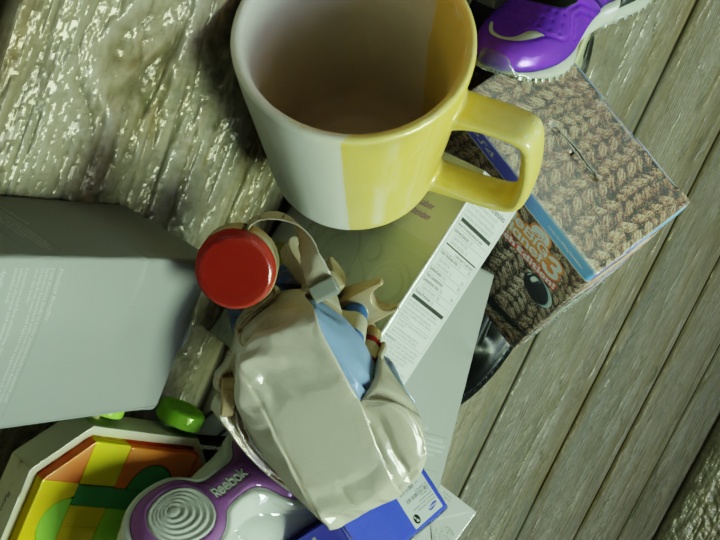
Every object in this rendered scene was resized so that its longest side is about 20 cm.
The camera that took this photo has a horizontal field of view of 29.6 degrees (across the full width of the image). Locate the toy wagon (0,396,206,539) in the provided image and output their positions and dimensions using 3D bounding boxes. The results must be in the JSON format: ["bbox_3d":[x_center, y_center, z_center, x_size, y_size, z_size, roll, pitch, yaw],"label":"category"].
[{"bbox_3d":[-0.150,0.157,0.881,0.199,0.039,0.156,17,100,-49],"label":"toy wagon"}]

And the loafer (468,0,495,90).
[{"bbox_3d":[0.075,-0.159,1.047,0.199,0.073,0.071,-22,148,-45],"label":"loafer"}]

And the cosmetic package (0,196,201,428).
[{"bbox_3d":[-0.181,0.021,0.750,0.200,0.090,0.108,1,115,-64],"label":"cosmetic package"}]

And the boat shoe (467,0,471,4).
[{"bbox_3d":[0.067,-0.248,0.912,0.201,0.074,0.062,-65,178,32],"label":"boat shoe"}]

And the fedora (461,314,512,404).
[{"bbox_3d":[0.091,0.022,1.236,0.200,0.091,0.202,-42,150,-31],"label":"fedora"}]

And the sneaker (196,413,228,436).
[{"bbox_3d":[-0.076,0.145,1.093,0.199,0.071,0.074,-27,141,-45],"label":"sneaker"}]

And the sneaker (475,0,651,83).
[{"bbox_3d":[0.143,-0.209,0.955,0.200,0.069,0.100,-40,142,-38],"label":"sneaker"}]

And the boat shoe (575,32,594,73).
[{"bbox_3d":[0.157,-0.146,1.192,0.065,0.073,0.201,10,109,-58],"label":"boat shoe"}]

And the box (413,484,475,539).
[{"bbox_3d":[0.025,0.203,1.211,0.060,0.116,0.200,-53,180,-10],"label":"box"}]

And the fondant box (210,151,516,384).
[{"bbox_3d":[0.000,0.000,0.978,0.201,0.144,0.058,-56,137,-4],"label":"fondant box"}]

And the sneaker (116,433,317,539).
[{"bbox_3d":[-0.092,0.162,0.875,0.199,0.075,0.100,-16,145,-51],"label":"sneaker"}]

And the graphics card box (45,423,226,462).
[{"bbox_3d":[-0.153,0.177,0.964,0.199,0.051,0.126,14,107,-48],"label":"graphics card box"}]

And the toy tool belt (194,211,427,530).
[{"bbox_3d":[-0.035,0.047,0.835,0.124,0.201,0.123,-26,-163,10],"label":"toy tool belt"}]

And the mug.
[{"bbox_3d":[0.006,-0.090,0.872,0.149,0.187,0.154,-31,156,-16],"label":"mug"}]

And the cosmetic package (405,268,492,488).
[{"bbox_3d":[0.018,0.080,1.045,0.090,0.106,0.202,17,83,-49],"label":"cosmetic package"}]

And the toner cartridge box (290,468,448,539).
[{"bbox_3d":[-0.037,0.202,0.932,0.200,0.043,0.095,-39,172,40],"label":"toner cartridge box"}]

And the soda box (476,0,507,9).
[{"bbox_3d":[0.131,-0.235,1.052,0.199,0.068,0.064,-8,126,-59],"label":"soda box"}]

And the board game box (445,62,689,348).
[{"bbox_3d":[0.133,-0.053,1.054,0.097,0.160,0.200,-35,170,-20],"label":"board game box"}]
